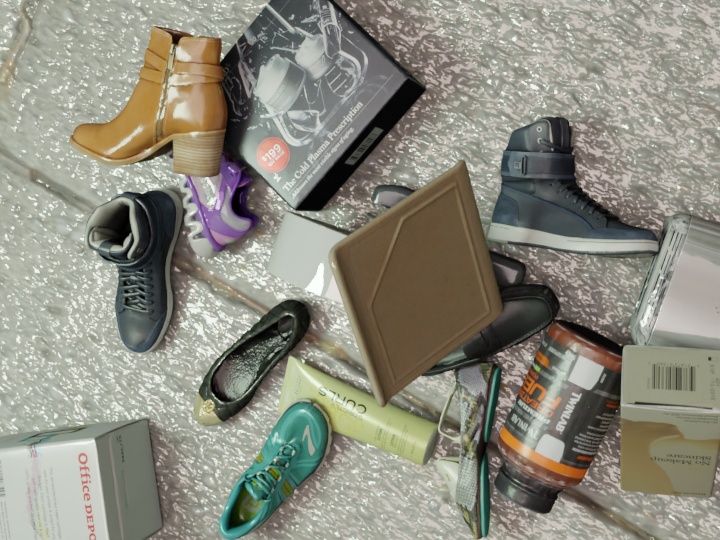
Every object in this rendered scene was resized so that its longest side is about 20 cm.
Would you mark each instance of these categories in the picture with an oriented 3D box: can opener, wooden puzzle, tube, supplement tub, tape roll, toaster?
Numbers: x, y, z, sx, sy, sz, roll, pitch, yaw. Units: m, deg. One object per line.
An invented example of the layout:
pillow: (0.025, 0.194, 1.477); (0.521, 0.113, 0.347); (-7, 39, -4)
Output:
can opener: (0.099, -0.042, 1.283); (0.198, 0.053, 0.068); (21, 98, 11)
wooden puzzle: (0.058, 0.011, 1.132); (0.037, 0.199, 0.186); (17, 135, 46)
tube: (-0.006, 0.172, 1.324); (0.198, 0.052, 0.058); (21, 70, 17)
supplement tub: (0.219, 0.164, 1.235); (0.106, 0.107, 0.202); (25, 98, 12)
tape roll: (0.000, 0.000, 1.233); (0.201, 0.202, 0.071); (20, 93, 12)
toaster: (0.368, 0.023, 1.183); (0.128, 0.114, 0.202); (20, 97, 8)

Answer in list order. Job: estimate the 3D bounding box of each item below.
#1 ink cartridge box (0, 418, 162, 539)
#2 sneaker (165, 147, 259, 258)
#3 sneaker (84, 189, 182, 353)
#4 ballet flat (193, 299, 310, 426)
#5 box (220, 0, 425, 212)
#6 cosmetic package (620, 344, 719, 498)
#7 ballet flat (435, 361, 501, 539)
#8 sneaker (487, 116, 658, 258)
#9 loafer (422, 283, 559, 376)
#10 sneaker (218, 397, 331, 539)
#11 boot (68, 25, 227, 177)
ink cartridge box: (-0.368, 0.273, 1.367); (0.198, 0.146, 0.148); (-8, 90, 14)
sneaker: (-0.175, -0.120, 1.333); (0.088, 0.080, 0.202); (-15, 95, 20)
sneaker: (-0.276, 0.005, 1.325); (0.076, 0.146, 0.205); (9, 96, 12)
ballet flat: (-0.138, 0.110, 1.347); (0.066, 0.057, 0.200); (43, 102, 9)
box: (-0.061, -0.201, 1.289); (0.182, 0.104, 0.200); (44, 101, 10)
cosmetic package: (0.321, 0.160, 1.162); (0.104, 0.201, 0.072); (2, 56, 16)
ballet flat: (0.121, 0.203, 1.283); (0.071, 0.072, 0.203); (4, 89, 14)
sneaker: (0.234, -0.091, 1.211); (0.201, 0.077, 0.148); (12, 94, 37)
loafer: (0.129, 0.073, 1.251); (0.199, 0.070, 0.069); (-24, 103, 27)
sneaker: (-0.101, 0.242, 1.327); (0.077, 0.080, 0.201); (35, 105, 8)
boot: (-0.237, -0.195, 1.256); (0.198, 0.074, 0.156); (8, 107, 16)
